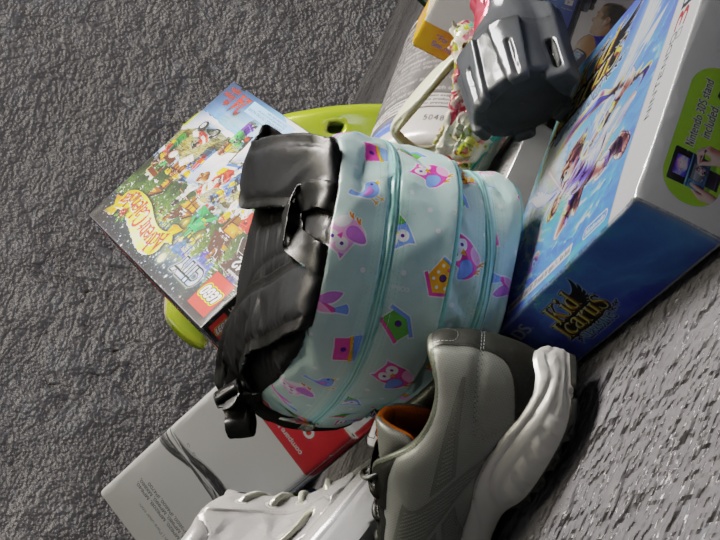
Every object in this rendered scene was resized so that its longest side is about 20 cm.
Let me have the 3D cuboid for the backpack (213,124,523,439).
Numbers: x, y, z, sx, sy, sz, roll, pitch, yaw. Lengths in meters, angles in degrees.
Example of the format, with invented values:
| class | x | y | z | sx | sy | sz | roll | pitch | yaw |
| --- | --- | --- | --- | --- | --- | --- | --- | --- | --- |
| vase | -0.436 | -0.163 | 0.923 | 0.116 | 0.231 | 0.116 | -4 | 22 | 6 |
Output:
| class | x | y | z | sx | sy | sz | roll | pitch | yaw |
| --- | --- | --- | --- | --- | --- | --- | --- | --- | --- |
| backpack | 0.000 | 0.000 | 0.868 | 0.200 | 0.125 | 0.169 | 146 | 128 | -73 |

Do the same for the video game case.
| class | x | y | z | sx | sy | sz | roll | pitch | yaw |
| --- | --- | --- | --- | --- | --- | --- | --- | --- | --- |
| video game case | 0.129 | -0.059 | 0.799 | 0.183 | 0.045 | 0.200 | -67 | 6 | -26 |

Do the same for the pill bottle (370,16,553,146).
| class | x | y | z | sx | sy | sz | roll | pitch | yaw |
| --- | --- | --- | --- | --- | --- | --- | --- | --- | --- |
| pill bottle | 0.073 | -0.109 | 1.133 | 0.114 | 0.113 | 0.201 | -57 | 10 | 47 |

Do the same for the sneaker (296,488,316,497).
| class | x | y | z | sx | sy | sz | roll | pitch | yaw |
| --- | --- | --- | --- | --- | --- | --- | --- | --- | --- |
| sneaker | -0.034 | 0.184 | 1.092 | 0.082 | 0.074 | 0.200 | -48 | 1 | 0 |

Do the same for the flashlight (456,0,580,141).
| class | x | y | z | sx | sy | sz | roll | pitch | yaw |
| --- | --- | --- | --- | --- | --- | --- | --- | --- | --- |
| flashlight | 0.062 | -0.157 | 0.917 | 0.068 | 0.067 | 0.202 | 95 | 168 | -54 |

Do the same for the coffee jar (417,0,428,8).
| class | x | y | z | sx | sy | sz | roll | pitch | yaw |
| --- | --- | --- | --- | --- | --- | --- | --- | --- | --- |
| coffee jar | 0.114 | -0.244 | 1.072 | 0.198 | 0.086 | 0.105 | -19 | 35 | 23 |

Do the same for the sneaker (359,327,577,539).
| class | x | y | z | sx | sy | sz | roll | pitch | yaw |
| --- | --- | --- | --- | --- | --- | --- | --- | --- | --- |
| sneaker | 0.031 | 0.108 | 0.805 | 0.074 | 0.079 | 0.202 | -79 | 12 | -62 |

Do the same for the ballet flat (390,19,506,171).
| class | x | y | z | sx | sy | sz | roll | pitch | yaw |
| --- | --- | --- | --- | --- | --- | --- | --- | --- | --- |
| ballet flat | 0.040 | -0.058 | 0.989 | 0.076 | 0.063 | 0.201 | -79 | 15 | -69 |

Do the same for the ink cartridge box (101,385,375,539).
| class | x | y | z | sx | sy | sz | roll | pitch | yaw |
| --- | --- | --- | --- | --- | --- | --- | --- | --- | --- |
| ink cartridge box | -0.054 | 0.100 | 1.106 | 0.200 | 0.084 | 0.144 | -43 | -5 | 34 |

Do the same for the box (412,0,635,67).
| class | x | y | z | sx | sy | sz | roll | pitch | yaw |
| --- | --- | --- | --- | --- | --- | --- | --- | --- | --- |
| box | 0.125 | -0.194 | 1.010 | 0.201 | 0.118 | 0.042 | -61 | 7 | 33 |

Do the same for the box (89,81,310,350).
| class | x | y | z | sx | sy | sz | roll | pitch | yaw |
| --- | --- | --- | --- | --- | --- | --- | --- | --- | --- |
| box | -0.081 | -0.037 | 1.093 | 0.136 | 0.038 | 0.200 | -43 | 35 | -7 |

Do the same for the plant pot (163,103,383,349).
| class | x | y | z | sx | sy | sz | roll | pitch | yaw |
| --- | --- | --- | --- | --- | --- | --- | --- | --- | --- |
| plant pot | -0.053 | -0.023 | 1.277 | 0.199 | 0.179 | 0.203 | 157 | 118 | -84 |

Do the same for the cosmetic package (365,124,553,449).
| class | x | y | z | sx | sy | sz | roll | pitch | yaw |
| --- | --- | --- | --- | --- | --- | --- | --- | --- | --- |
| cosmetic package | 0.068 | 0.018 | 0.975 | 0.202 | 0.050 | 0.083 | -66 | 7 | -6 |

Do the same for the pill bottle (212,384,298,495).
| class | x | y | z | sx | sy | sz | roll | pitch | yaw |
| --- | --- | --- | --- | --- | --- | --- | --- | --- | --- |
| pill bottle | -0.112 | 0.193 | 1.500 | 0.201 | 0.111 | 0.112 | -62 | 7 | 19 |

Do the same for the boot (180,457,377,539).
| class | x | y | z | sx | sy | sz | roll | pitch | yaw |
| --- | --- | --- | --- | --- | --- | --- | --- | --- | --- |
| boot | -0.029 | 0.127 | 0.877 | 0.200 | 0.095 | 0.074 | -42 | -38 | -34 |
